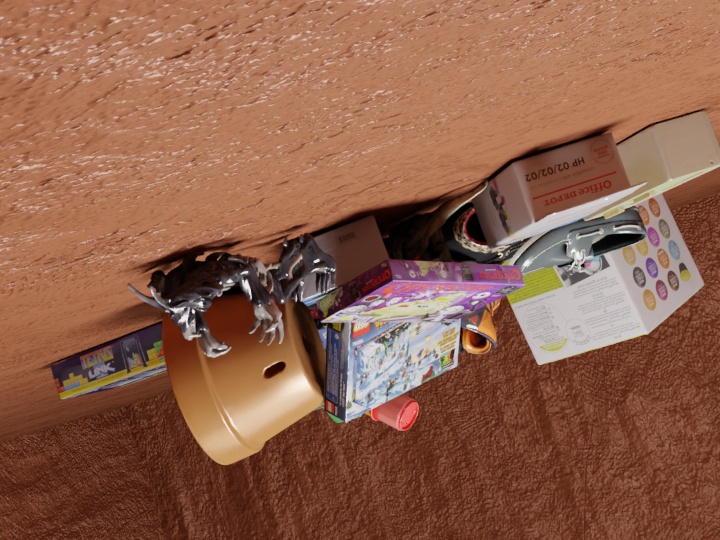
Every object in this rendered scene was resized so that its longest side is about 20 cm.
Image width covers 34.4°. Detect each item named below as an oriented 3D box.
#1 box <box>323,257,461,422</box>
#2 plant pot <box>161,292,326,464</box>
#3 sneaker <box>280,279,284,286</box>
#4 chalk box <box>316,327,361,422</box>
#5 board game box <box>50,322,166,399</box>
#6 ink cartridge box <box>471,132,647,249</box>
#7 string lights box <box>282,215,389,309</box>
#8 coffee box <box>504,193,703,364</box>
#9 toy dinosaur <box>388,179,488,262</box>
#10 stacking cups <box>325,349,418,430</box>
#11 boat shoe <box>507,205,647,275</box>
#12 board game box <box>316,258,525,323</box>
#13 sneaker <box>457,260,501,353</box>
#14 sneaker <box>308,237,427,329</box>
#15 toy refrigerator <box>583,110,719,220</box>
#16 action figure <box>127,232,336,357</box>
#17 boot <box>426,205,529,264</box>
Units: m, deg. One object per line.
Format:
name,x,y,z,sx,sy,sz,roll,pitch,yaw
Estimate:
box,0.041,0.075,1.344,0.040,0.138,0.199,23,-150,38
plant pot,-0.123,0.106,1.344,0.139,0.201,0.200,-21,175,11
sneaker,-0.168,0.065,1.469,0.112,0.072,0.199,-19,179,-42
chalk box,-0.069,0.120,1.580,0.124,0.201,0.125,-30,-176,-42
board game box,-0.311,0.122,1.664,0.199,0.057,0.165,-20,173,20
ink cartridge box,0.201,-0.084,1.206,0.114,0.068,0.200,-18,176,-12
string lights box,-0.024,-0.006,1.281,0.102,0.059,0.200,-21,175,-1
coffee box,0.342,-0.004,1.701,0.199,0.199,0.199,-23,-177,44
toy dinosaur,0.073,-0.030,1.283,0.047,0.089,0.200,16,157,-26
stacking cups,-0.018,0.132,1.419,0.199,0.061,0.060,22,-162,31
boat shoe,0.281,-0.033,1.486,0.199,0.062,0.073,-23,158,-22
board game box,0.065,0.024,1.229,0.199,0.032,0.120,2,152,-41
sneaker,0.148,0.052,1.501,0.077,0.113,0.200,-13,172,27
sneaker,0.000,0.000,1.455,0.199,0.080,0.096,-23,-168,28
toy refrigerator,0.323,-0.113,1.333,0.075,0.070,0.200,-17,176,-19
action figure,-0.115,0.027,1.075,0.199,0.103,0.118,-16,-173,-41
boot,0.173,-0.052,1.474,0.199,0.074,0.150,-11,172,-23
